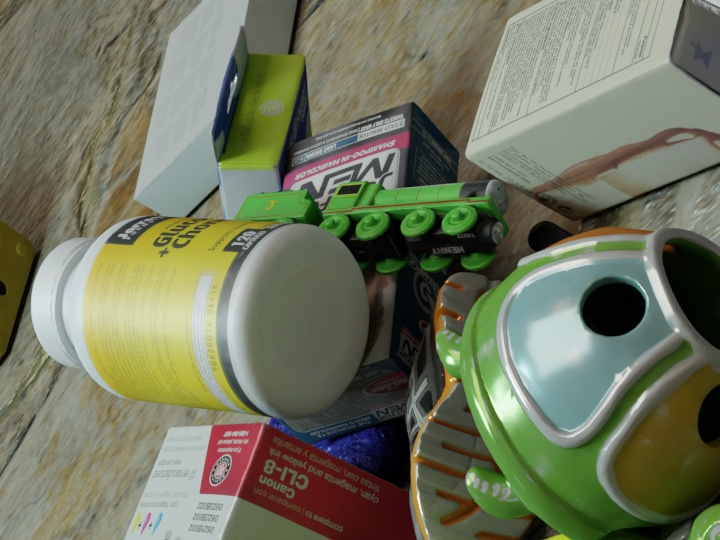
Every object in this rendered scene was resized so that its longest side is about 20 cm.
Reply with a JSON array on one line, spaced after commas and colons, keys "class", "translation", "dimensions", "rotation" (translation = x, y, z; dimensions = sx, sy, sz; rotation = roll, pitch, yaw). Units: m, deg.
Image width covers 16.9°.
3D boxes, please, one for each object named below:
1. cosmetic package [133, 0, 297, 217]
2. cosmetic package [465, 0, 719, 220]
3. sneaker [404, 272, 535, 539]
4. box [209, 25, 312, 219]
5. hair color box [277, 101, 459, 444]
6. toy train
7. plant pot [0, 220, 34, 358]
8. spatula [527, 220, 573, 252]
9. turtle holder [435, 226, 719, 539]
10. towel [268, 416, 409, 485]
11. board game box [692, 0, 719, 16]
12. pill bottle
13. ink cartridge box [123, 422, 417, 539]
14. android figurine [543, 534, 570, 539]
[{"class": "cosmetic package", "translation": [-0.118, -0.160, 2.043], "dimensions": [0.151, 0.051, 0.201], "rotation": [-43, 29, 43]}, {"class": "cosmetic package", "translation": [0.155, -0.109, 1.344], "dimensions": [0.200, 0.087, 0.104], "rotation": [-22, 44, 59]}, {"class": "sneaker", "translation": [0.059, 0.096, 1.351], "dimensions": [0.201, 0.078, 0.077], "rotation": [-81, 15, -45]}, {"class": "box", "translation": [-0.060, -0.050, 1.638], "dimensions": [0.122, 0.047, 0.201], "rotation": [-80, -12, -47]}, {"class": "hair color box", "translation": [0.000, 0.000, 1.501], "dimensions": [0.100, 0.061, 0.201], "rotation": [-19, 47, 28]}, {"class": "toy train", "translation": [0.004, -0.027, 1.446], "dimensions": [0.199, 0.042, 0.057], "rotation": [-3, 43, 35]}, {"class": "plant pot", "translation": [-0.432, 0.021, 2.352], "dimensions": [0.176, 0.200, 0.201], "rotation": [-24, 41, 40]}, {"class": "spatula", "translation": [0.132, 0.002, 1.350], "dimensions": [0.057, 0.021, 0.200], "rotation": [-49, 20, -1]}, {"class": "turtle holder", "translation": [0.125, 0.062, 1.144], "dimensions": [0.132, 0.141, 0.186], "rotation": [-43, 27, 35]}, {"class": "towel", "translation": [-0.009, 0.065, 1.551], "dimensions": [0.148, 0.049, 0.201], "rotation": [-36, 33, 48]}, {"class": "board game box", "translation": [0.250, -0.202, 1.147], "dimensions": [0.159, 0.096, 0.201], "rotation": [-132, 50, -66]}, {"class": "pill bottle", "translation": [-0.100, 0.025, 1.431], "dimensions": [0.199, 0.112, 0.113], "rotation": [4, 66, 42]}, {"class": "ink cartridge box", "translation": [-0.061, 0.206, 1.375], "dimensions": [0.145, 0.144, 0.201], "rotation": [-9, 57, 62]}, {"class": "android figurine", "translation": [0.086, 0.215, 1.187], "dimensions": [0.200, 0.041, 0.183], "rotation": [-28, 40, 57]}]
